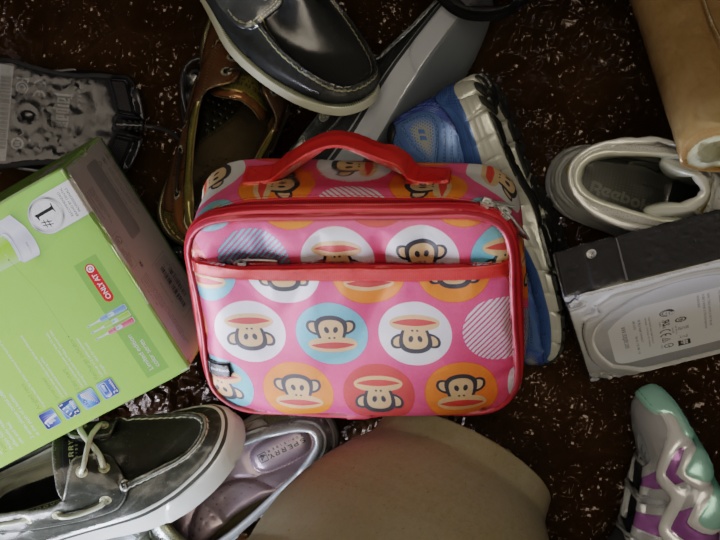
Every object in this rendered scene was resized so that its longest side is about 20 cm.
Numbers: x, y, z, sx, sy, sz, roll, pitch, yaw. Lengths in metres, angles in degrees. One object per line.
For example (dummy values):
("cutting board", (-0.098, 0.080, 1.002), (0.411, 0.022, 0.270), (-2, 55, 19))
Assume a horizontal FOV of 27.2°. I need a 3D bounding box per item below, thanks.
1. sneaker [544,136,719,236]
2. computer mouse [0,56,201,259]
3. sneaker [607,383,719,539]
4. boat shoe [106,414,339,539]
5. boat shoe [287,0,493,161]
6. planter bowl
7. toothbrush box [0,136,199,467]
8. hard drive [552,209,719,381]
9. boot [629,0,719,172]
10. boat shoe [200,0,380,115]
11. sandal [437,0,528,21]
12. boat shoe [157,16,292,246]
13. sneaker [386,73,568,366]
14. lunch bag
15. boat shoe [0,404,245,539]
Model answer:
("sneaker", (0.217, -0.035, 0.924), (0.200, 0.116, 0.074), (11, 92, 1))
("computer mouse", (-0.187, -0.069, 0.987), (0.200, 0.046, 0.141), (-1, 89, -8))
("sneaker", (0.168, 0.183, 0.956), (0.140, 0.078, 0.200), (-18, 91, 4))
("boat shoe", (-0.106, 0.152, 0.980), (0.202, 0.065, 0.075), (-30, 90, 6))
("boat shoe", (0.005, -0.108, 0.958), (0.068, 0.074, 0.199), (40, 105, 20))
("planter bowl", (0.039, 0.172, 0.921), (0.200, 0.200, 0.135), (29, 70, 2))
("toothbrush box", (-0.217, 0.030, 0.943), (0.200, 0.086, 0.146), (-28, 103, 14))
("hard drive", (0.226, 0.008, 0.908), (0.200, 0.140, 0.038), (-15, 62, 8))
("boot", (0.175, -0.146, 0.896), (0.175, 0.066, 0.200), (-15, 58, 4))
("boat shoe", (-0.059, -0.177, 0.907), (0.072, 0.068, 0.200), (-32, 74, -23))
("sandal", (0.067, -0.185, 0.905), (0.075, 0.200, 0.048), (-31, 120, -20))
("boat shoe", (-0.073, -0.109, 0.948), (0.072, 0.068, 0.200), (15, 84, -12))
("sneaker", (0.076, -0.025, 0.944), (0.089, 0.079, 0.200), (-17, 113, 20))
("lunch bag", (0.000, 0.000, 0.879), (0.200, 0.082, 0.176), (0, 123, 7))
("boat shoe", (-0.169, 0.132, 0.950), (0.200, 0.071, 0.064), (-25, 136, 14))
